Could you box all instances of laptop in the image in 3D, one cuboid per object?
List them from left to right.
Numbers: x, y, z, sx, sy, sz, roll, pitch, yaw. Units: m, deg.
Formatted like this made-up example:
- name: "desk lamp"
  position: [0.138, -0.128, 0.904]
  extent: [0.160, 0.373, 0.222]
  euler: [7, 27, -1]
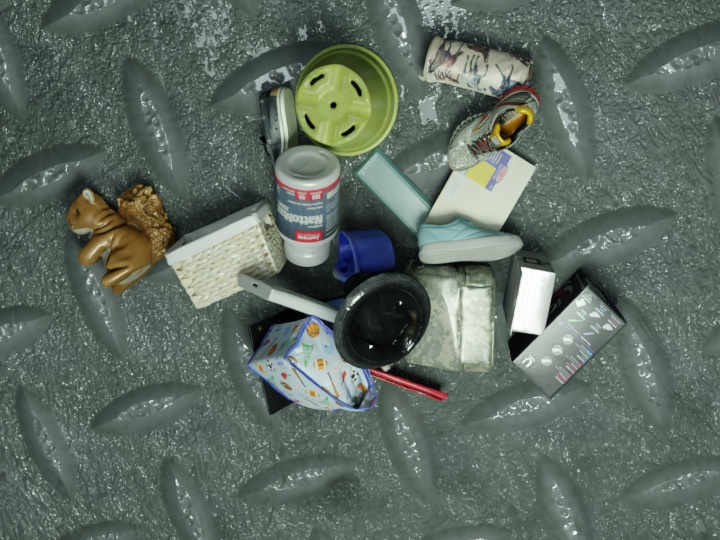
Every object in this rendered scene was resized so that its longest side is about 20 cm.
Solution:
- name: "laptop"
  position: [-0.097, 0.161, 1.719]
  extent: [0.102, 0.198, 0.181]
  euler: [-2, 105, 44]

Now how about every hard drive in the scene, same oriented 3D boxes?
- name: "hard drive"
  position: [-0.110, 0.057, 1.604]
  extent: [0.197, 0.131, 0.027]
  euler: [21, 89, -35]

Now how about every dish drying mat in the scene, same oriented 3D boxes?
- name: "dish drying mat"
  position: [0.069, 0.213, 1.716]
  extent: [0.196, 0.077, 0.019]
  euler: [20, 84, -7]

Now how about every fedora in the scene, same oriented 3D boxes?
- name: "fedora"
  position: [0.023, 0.068, 1.504]
  extent: [0.197, 0.092, 0.204]
  euler: [-16, 129, -21]

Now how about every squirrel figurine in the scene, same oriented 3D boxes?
- name: "squirrel figurine"
  position: [-0.462, -0.084, 1.709]
  extent: [0.198, 0.142, 0.188]
  euler: [-35, 87, -1]

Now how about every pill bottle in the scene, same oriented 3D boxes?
- name: "pill bottle"
  position: [-0.096, -0.112, 1.622]
  extent: [0.117, 0.121, 0.203]
  euler: [7, 131, 5]

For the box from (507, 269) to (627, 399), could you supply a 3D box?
- name: "box"
  position: [0.377, 0.116, 1.645]
  extent: [0.106, 0.122, 0.200]
  euler: [41, 103, -4]

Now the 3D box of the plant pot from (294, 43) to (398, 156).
- name: "plant pot"
  position: [-0.035, -0.296, 1.569]
  extent: [0.195, 0.184, 0.205]
  euler: [1, 102, 6]

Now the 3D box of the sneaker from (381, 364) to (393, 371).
- name: "sneaker"
  position: [0.050, 0.126, 1.658]
  extent: [0.087, 0.200, 0.074]
  euler: [-40, 70, -3]

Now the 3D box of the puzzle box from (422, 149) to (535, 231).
- name: "puzzle box"
  position: [0.219, -0.138, 1.647]
  extent: [0.131, 0.025, 0.202]
  euler: [30, 99, -1]

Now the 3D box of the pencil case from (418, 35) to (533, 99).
- name: "pencil case"
  position: [0.205, -0.353, 1.581]
  extent: [0.196, 0.078, 0.091]
  euler: [15, 79, 2]

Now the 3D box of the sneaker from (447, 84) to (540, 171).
- name: "sneaker"
  position: [0.226, -0.241, 1.555]
  extent: [0.078, 0.083, 0.199]
  euler: [39, 124, -16]

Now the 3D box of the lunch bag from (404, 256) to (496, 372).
- name: "lunch bag"
  position: [0.163, 0.081, 1.651]
  extent: [0.164, 0.140, 0.205]
  euler: [0, 104, 1]

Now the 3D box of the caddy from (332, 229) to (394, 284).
- name: "caddy"
  position: [0.000, 0.000, 1.631]
  extent: [0.103, 0.200, 0.145]
  euler: [-8, 103, -9]

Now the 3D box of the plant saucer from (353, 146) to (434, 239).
- name: "plant saucer"
  position: [0.077, -0.137, 1.677]
  extent: [0.070, 0.019, 0.200]
  euler: [-43, 94, 13]

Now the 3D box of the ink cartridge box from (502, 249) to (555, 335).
- name: "ink cartridge box"
  position: [0.302, 0.042, 1.597]
  extent: [0.065, 0.200, 0.118]
  euler: [9, 104, 3]

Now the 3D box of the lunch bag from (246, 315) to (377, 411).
- name: "lunch bag"
  position: [-0.078, 0.184, 1.626]
  extent: [0.200, 0.169, 0.125]
  euler: [43, 63, -17]

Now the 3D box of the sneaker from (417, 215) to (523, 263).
- name: "sneaker"
  position: [0.198, -0.065, 1.613]
  extent: [0.195, 0.074, 0.084]
  euler: [-2, 68, -12]

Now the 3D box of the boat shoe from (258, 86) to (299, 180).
- name: "boat shoe"
  position: [-0.153, -0.238, 1.653]
  extent: [0.061, 0.075, 0.205]
  euler: [2, 108, 18]

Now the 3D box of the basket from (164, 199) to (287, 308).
- name: "basket"
  position: [-0.247, -0.030, 1.681]
  extent: [0.197, 0.136, 0.125]
  euler: [-22, 103, 11]
